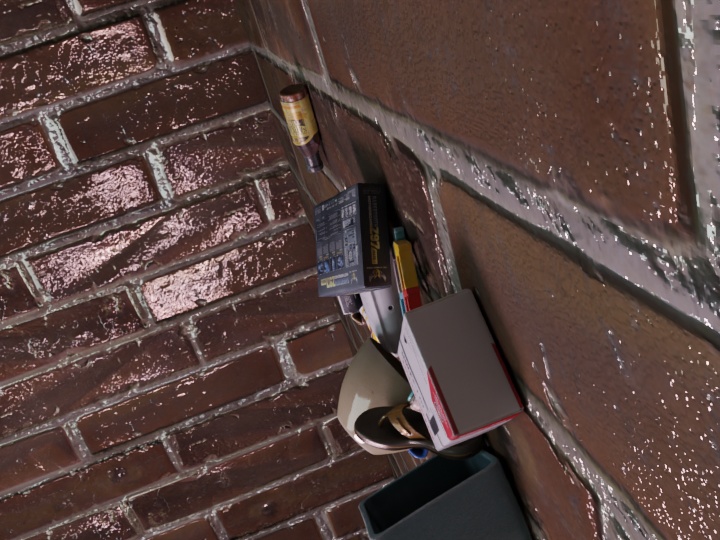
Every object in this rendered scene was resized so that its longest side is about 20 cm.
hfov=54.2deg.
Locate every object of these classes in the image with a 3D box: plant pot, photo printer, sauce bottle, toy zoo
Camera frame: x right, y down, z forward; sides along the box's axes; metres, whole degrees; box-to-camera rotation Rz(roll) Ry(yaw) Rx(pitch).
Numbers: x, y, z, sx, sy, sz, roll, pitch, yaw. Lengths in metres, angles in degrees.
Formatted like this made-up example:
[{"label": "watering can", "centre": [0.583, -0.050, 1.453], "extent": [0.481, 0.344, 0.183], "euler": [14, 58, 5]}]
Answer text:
[{"label": "plant pot", "centre": [0.137, 0.384, 0.988], "extent": [0.200, 0.196, 0.196], "euler": [59, 173, 1]}, {"label": "photo printer", "centre": [0.034, 0.027, 1.236], "extent": [0.166, 0.069, 0.200], "euler": [-130, 21, -73]}, {"label": "sauce bottle", "centre": [-0.125, -0.313, 1.572], "extent": [0.066, 0.066, 0.200], "euler": [-119, 10, -55]}, {"label": "toy zoo", "centre": [0.071, 0.036, 1.019], "extent": [0.131, 0.020, 0.200], "euler": [104, 156, -86]}, {"label": "plant pot", "centre": [0.040, 0.230, 1.186], "extent": [0.200, 0.134, 0.200], "euler": [44, -179, -1]}]

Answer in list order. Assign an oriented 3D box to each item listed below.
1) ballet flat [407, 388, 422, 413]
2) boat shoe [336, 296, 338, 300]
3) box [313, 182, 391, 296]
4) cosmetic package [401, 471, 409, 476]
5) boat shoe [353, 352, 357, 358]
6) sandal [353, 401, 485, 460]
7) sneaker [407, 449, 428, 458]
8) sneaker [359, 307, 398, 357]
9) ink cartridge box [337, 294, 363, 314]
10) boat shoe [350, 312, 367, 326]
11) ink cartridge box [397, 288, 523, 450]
[{"label": "ballet flat", "centre": [0.110, 0.174, 1.023], "extent": [0.067, 0.068, 0.200], "euler": [29, -169, 6]}, {"label": "boat shoe", "centre": [-0.039, 0.047, 1.917], "extent": [0.200, 0.072, 0.068], "euler": [79, 167, -69]}, {"label": "box", "centre": [-0.017, -0.042, 1.121], "extent": [0.200, 0.051, 0.158], "euler": [164, 104, -66]}, {"label": "cosmetic package", "centre": [0.148, 0.488, 1.551], "extent": [0.200, 0.105, 0.071], "euler": [84, 165, -60]}, {"label": "boat shoe", "centre": [0.019, 0.391, 2.559], "extent": [0.057, 0.069, 0.200], "euler": [-99, -4, -81]}, {"label": "sandal", "centre": [0.082, 0.225, 1.024], "extent": [0.200, 0.082, 0.055], "euler": [6, 124, 34]}, {"label": "sneaker", "centre": [0.112, 0.346, 1.583], "extent": [0.200, 0.074, 0.082], "euler": [66, 176, -39]}, {"label": "sneaker", "centre": [0.037, 0.084, 1.433], "extent": [0.200, 0.075, 0.090], "euler": [63, 165, 3]}, {"label": "ink cartridge box", "centre": [0.000, 0.000, 1.368], "extent": [0.200, 0.037, 0.095], "euler": [-52, -52, -61]}, {"label": "boat shoe", "centre": [0.010, 0.089, 1.621], "extent": [0.200, 0.072, 0.072], "euler": [-131, 22, -73]}, {"label": "ink cartridge box", "centre": [0.109, 0.126, 0.835], "extent": [0.200, 0.084, 0.144], "euler": [85, 164, -71]}]
